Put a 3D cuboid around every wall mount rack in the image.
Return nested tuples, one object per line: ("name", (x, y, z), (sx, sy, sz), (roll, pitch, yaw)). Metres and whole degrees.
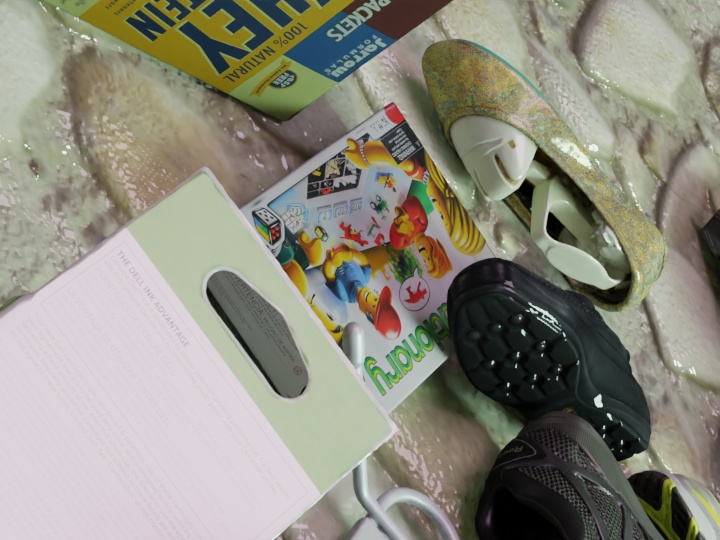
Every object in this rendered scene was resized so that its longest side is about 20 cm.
("wall mount rack", (0.004, 0.133, 1.035), (0.174, 0.074, 0.200), (51, 36, -9))

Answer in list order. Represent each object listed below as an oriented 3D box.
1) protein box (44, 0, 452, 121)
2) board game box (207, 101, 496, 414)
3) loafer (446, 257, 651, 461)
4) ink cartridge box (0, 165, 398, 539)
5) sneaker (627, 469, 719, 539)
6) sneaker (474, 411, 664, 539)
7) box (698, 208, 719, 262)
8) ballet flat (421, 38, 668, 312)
("protein box", (-0.073, -0.222, 1.179), (0.198, 0.135, 0.201), (25, 45, -40))
("board game box", (0.000, 0.000, 1.178), (0.127, 0.035, 0.200), (56, 34, -4))
("loafer", (0.099, 0.041, 1.218), (0.201, 0.068, 0.071), (43, 34, -51))
("ink cartridge box", (-0.099, 0.070, 0.922), (0.200, 0.048, 0.146), (-39, 95, -34))
("sneaker", (0.209, 0.199, 1.245), (0.076, 0.075, 0.201), (-1, 65, -51))
("sneaker", (0.129, 0.176, 1.165), (0.200, 0.076, 0.114), (54, 35, 1))
("box", (0.333, 0.042, 1.514), (0.199, 0.049, 0.162), (26, 23, -38))
("ballet flat", (0.104, -0.051, 1.332), (0.200, 0.071, 0.071), (45, 36, -18))
